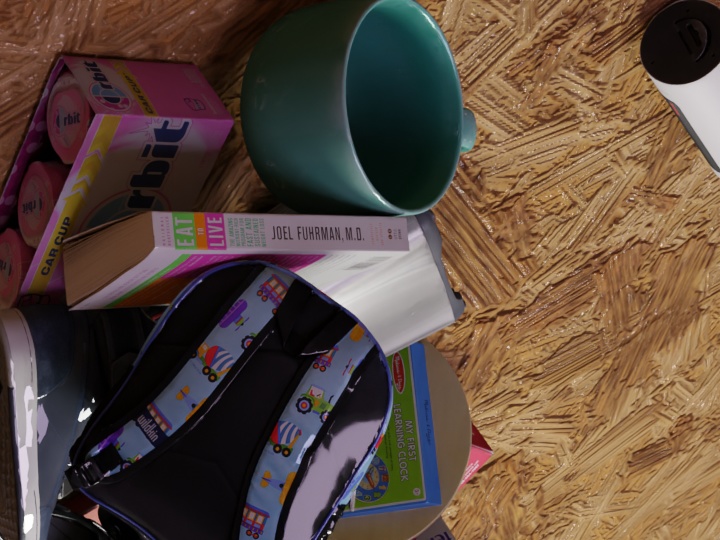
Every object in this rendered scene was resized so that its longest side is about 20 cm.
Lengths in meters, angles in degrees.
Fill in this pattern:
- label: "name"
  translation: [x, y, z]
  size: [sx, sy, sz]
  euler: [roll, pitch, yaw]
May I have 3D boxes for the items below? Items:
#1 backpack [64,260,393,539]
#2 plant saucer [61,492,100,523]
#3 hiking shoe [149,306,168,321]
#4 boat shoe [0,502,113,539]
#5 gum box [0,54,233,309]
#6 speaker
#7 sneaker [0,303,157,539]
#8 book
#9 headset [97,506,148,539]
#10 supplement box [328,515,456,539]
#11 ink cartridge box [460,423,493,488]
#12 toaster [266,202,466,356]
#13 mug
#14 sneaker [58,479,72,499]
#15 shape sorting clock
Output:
- label: "backpack"
  translation: [-0.072, 0.098, 1.282]
  size: [0.201, 0.182, 0.135]
  euler: [-57, 173, 6]
- label: "plant saucer"
  translation: [-0.200, 0.235, 1.689]
  size: [0.199, 0.037, 0.200]
  euler: [-31, 144, -8]
- label: "hiking shoe"
  translation: [-0.180, 0.056, 1.466]
  size: [0.199, 0.076, 0.101]
  euler: [-27, 141, -14]
- label: "boat shoe"
  translation: [-0.238, 0.234, 1.567]
  size: [0.074, 0.066, 0.200]
  euler: [-39, 121, -2]
- label: "gum box"
  translation: [-0.185, -0.049, 1.348]
  size: [0.113, 0.066, 0.201]
  euler: [-1, 132, -40]
- label: "speaker"
  translation: [0.306, -0.149, 1.634]
  size: [0.081, 0.081, 0.200]
  euler: [-40, 145, 6]
- label: "sneaker"
  translation: [-0.195, 0.108, 1.375]
  size: [0.145, 0.077, 0.204]
  euler: [-13, 125, -31]
- label: "book"
  translation: [-0.084, -0.009, 1.304]
  size: [0.198, 0.049, 0.133]
  euler: [1, 167, -35]
- label: "headset"
  translation: [-0.175, 0.223, 1.521]
  size: [0.199, 0.125, 0.094]
  euler: [23, 156, -24]
- label: "supplement box"
  translation: [0.030, 0.260, 1.622]
  size: [0.100, 0.201, 0.104]
  euler: [-22, 142, -17]
- label: "ink cartridge box"
  translation: [0.003, 0.169, 1.741]
  size: [0.145, 0.084, 0.199]
  euler: [-47, 142, 15]
- label: "toaster"
  translation: [0.000, 0.000, 1.525]
  size: [0.128, 0.114, 0.201]
  euler: [-29, 147, -4]
- label: "mug"
  translation: [-0.006, -0.103, 1.359]
  size: [0.185, 0.113, 0.153]
  euler: [53, 47, -40]
- label: "sneaker"
  translation: [-0.222, 0.112, 1.511]
  size: [0.199, 0.088, 0.075]
  euler: [-25, 128, -55]
- label: "shape sorting clock"
  translation: [-0.004, 0.138, 1.605]
  size: [0.199, 0.201, 0.039]
  euler: [-36, 159, 1]
